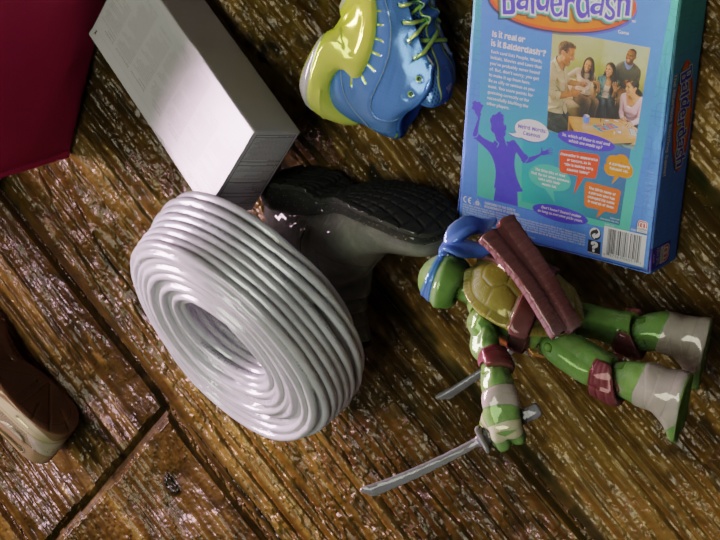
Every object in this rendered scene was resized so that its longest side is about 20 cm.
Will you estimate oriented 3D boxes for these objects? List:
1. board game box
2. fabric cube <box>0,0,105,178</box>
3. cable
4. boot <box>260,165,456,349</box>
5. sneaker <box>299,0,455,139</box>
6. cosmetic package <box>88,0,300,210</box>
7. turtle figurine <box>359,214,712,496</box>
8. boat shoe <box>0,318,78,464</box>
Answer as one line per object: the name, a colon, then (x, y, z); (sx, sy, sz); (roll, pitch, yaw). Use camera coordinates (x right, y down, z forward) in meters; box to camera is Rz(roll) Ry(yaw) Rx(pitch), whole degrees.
board game box: (0.144, -0.113, 1.132); (0.152, 0.045, 0.200); (16, 114, 31)
fabric cube: (-0.343, -0.201, 1.354); (0.200, 0.196, 0.200); (32, 122, 22)
cable: (-0.087, 0.036, 1.250); (0.200, 0.069, 0.200); (47, 155, -6)
boot: (0.000, 0.000, 1.254); (0.200, 0.068, 0.131); (16, 118, 47)
sneaker: (0.035, -0.177, 1.182); (0.105, 0.076, 0.200); (32, 128, 9)
cosmetic package: (-0.128, -0.143, 1.283); (0.200, 0.051, 0.083); (55, 127, 27)
turtle figurine: (0.126, 0.071, 1.143); (0.194, 0.144, 0.200); (14, 93, 17)
boat shoe: (-0.339, 0.091, 1.516); (0.200, 0.071, 0.065); (46, 129, 10)
